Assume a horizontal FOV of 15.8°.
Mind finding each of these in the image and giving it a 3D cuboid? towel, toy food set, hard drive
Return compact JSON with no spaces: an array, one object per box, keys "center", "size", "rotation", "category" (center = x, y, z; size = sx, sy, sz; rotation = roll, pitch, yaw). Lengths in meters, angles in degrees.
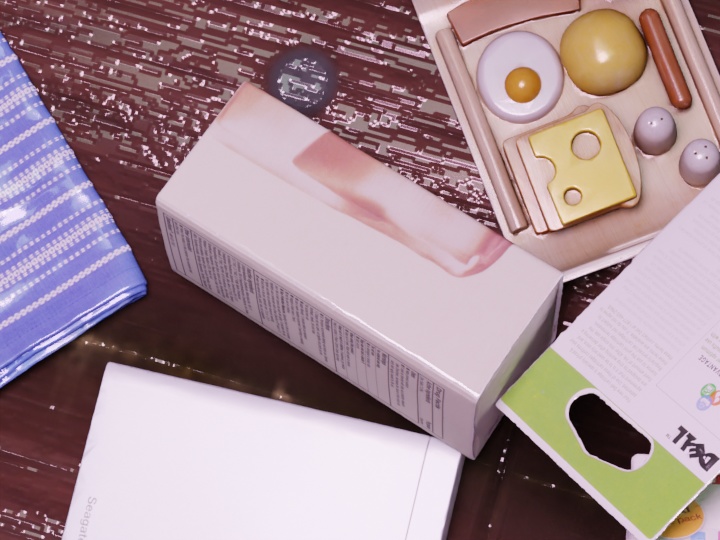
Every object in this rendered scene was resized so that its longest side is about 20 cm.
[{"center":[-0.224,-0.034,1.433],"size":[0.144,0.024,0.201],"rotation":[-32,78,-2],"category":"towel"},{"center":[0.121,-0.101,1.392],"size":[0.143,0.060,0.201],"rotation":[-21,78,1],"category":"toy food set"},{"center":[-0.055,0.135,1.382],"size":[0.199,0.027,0.133],"rotation":[12,80,9],"category":"hard drive"}]

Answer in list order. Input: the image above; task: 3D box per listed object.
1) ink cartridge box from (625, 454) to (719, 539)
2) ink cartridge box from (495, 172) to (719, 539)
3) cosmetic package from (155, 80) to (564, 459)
[{"center":[0.190,0.185,1.265],"size":[0.128,0.126,0.201],"rotation":[2,41,5],"category":"ink cartridge box"},{"center":[0.188,0.047,1.294],"size":[0.200,0.076,0.148],"rotation":[-44,41,-2],"category":"ink cartridge box"},{"center":[0.000,0.000,1.355],"size":[0.199,0.103,0.087],"rotation":[33,72,12],"category":"cosmetic package"}]
